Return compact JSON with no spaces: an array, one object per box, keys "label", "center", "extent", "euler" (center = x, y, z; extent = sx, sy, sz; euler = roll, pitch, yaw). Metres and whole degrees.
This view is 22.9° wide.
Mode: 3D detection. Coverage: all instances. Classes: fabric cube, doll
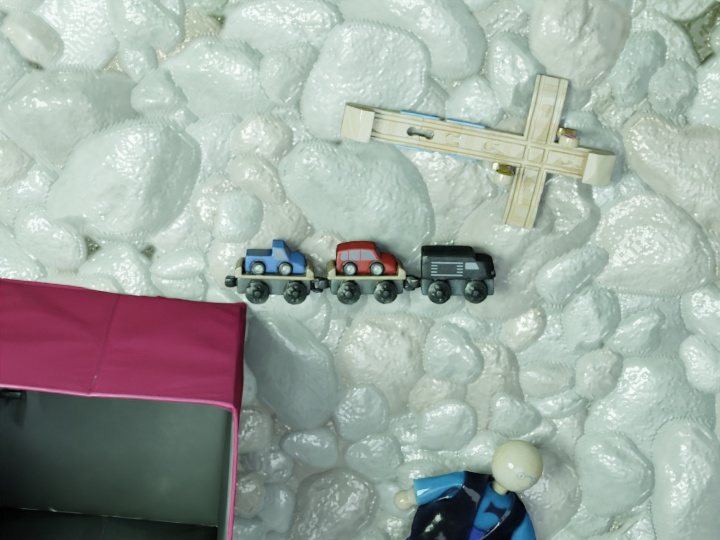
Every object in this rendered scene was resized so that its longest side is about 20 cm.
[{"label":"fabric cube","center":[-0.186,0.136,1.266],"extent":[0.200,0.199,0.196],"euler":[5,108,-3]},{"label":"doll","center":[0.078,0.212,1.380],"extent":[0.136,0.048,0.200],"euler":[25,109,-21]}]

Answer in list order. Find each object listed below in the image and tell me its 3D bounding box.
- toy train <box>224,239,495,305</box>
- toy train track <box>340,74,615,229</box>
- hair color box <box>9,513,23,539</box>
[{"label":"toy train","center":[0.000,0.000,1.311],"extent":[0.200,0.034,0.046],"euler":[0,106,-2]},{"label":"toy train track","center":[0.085,-0.089,1.282],"extent":[0.200,0.033,0.115],"euler":[10,109,-4]},{"label":"hair color box","center":[-0.340,0.269,1.381],"extent":[0.200,0.061,0.100],"euler":[-17,110,4]}]
